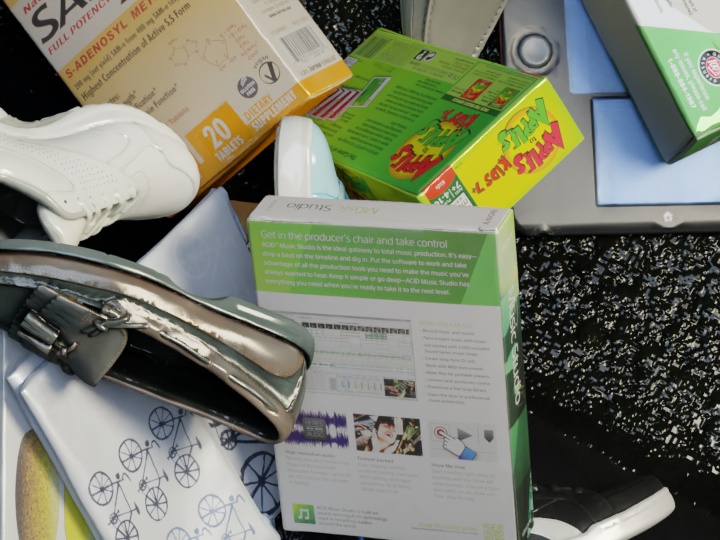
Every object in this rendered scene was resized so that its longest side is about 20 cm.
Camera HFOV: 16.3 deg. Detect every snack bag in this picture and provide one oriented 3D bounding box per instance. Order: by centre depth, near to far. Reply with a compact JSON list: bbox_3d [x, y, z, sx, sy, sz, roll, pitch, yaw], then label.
[{"bbox_3d":[-0.092,0.082,1.419,0.200,0.021,0.189,-45,117,-39],"label":"snack bag"}]

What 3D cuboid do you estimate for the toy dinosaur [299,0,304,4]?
[{"bbox_3d":[-0.083,-0.231,1.536,0.136,0.102,0.200,38,98,21],"label":"toy dinosaur"}]

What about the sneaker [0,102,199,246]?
[{"bbox_3d":[-0.166,-0.037,1.370,0.199,0.078,0.100,1,46,-39],"label":"sneaker"}]

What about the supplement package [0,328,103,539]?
[{"bbox_3d":[-0.193,0.106,1.407,0.113,0.109,0.201,7,80,-47],"label":"supplement package"}]

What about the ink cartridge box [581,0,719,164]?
[{"bbox_3d":[0.248,-0.174,1.523,0.199,0.084,0.147,-25,82,-10],"label":"ink cartridge box"}]

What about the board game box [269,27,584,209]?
[{"bbox_3d":[0.032,-0.078,1.457,0.102,0.200,0.048,-43,118,-12],"label":"board game box"}]

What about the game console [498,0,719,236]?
[{"bbox_3d":[0.185,-0.111,1.561,0.199,0.031,0.178,-1,77,-5],"label":"game console"}]

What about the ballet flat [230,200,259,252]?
[{"bbox_3d":[-0.109,0.046,1.492,0.063,0.069,0.201,22,72,29],"label":"ballet flat"}]

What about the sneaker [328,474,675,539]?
[{"bbox_3d":[0.077,0.132,1.474,0.199,0.073,0.112,-22,82,-8],"label":"sneaker"}]

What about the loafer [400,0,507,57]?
[{"bbox_3d":[0.075,-0.206,1.512,0.070,0.070,0.201,0,115,-31],"label":"loafer"}]

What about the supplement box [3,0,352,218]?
[{"bbox_3d":[-0.118,-0.151,1.463,0.126,0.073,0.200,-38,89,26],"label":"supplement box"}]

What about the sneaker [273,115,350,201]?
[{"bbox_3d":[0.000,0.000,1.437,0.081,0.074,0.201,-11,116,2],"label":"sneaker"}]

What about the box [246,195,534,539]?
[{"bbox_3d":[0.019,0.057,1.385,0.143,0.036,0.201,4,118,18],"label":"box"}]

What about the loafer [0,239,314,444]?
[{"bbox_3d":[-0.119,0.038,1.323,0.199,0.072,0.063,16,58,-16],"label":"loafer"}]
